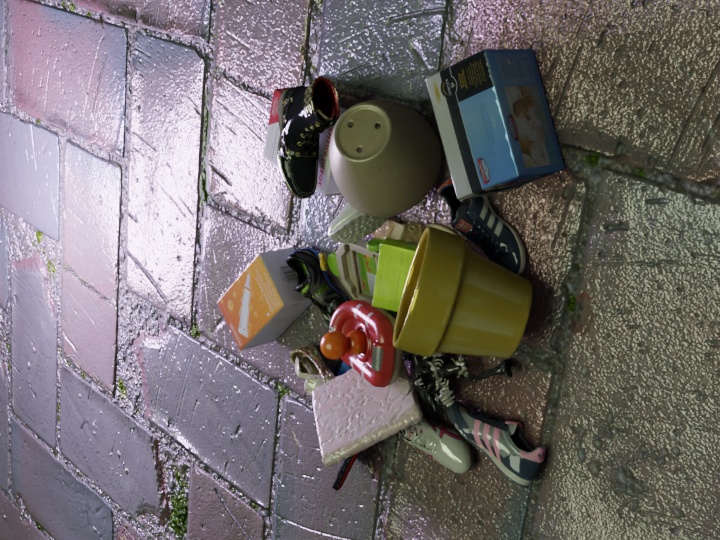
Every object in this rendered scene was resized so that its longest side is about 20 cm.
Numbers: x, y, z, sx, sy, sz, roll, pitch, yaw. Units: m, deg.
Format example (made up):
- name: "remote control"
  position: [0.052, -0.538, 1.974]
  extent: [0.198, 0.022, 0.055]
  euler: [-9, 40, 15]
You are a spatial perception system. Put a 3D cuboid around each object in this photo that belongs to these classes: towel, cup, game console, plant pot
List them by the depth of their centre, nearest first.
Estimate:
- name: "plant pot"
  position: [0.167, 0.051, 1.543]
  extent: [0.186, 0.201, 0.203]
  euler: [16, 118, -3]
- name: "cup"
  position: [0.025, -0.209, 1.634]
  extent: [0.197, 0.143, 0.203]
  euler: [-5, 74, 18]
- name: "towel"
  position: [0.007, 0.249, 1.768]
  extent: [0.198, 0.032, 0.192]
  euler: [-29, 36, 9]
- name: "game console"
  position: [-0.038, 0.296, 1.898]
  extent: [0.117, 0.173, 0.202]
  euler: [26, 122, 4]

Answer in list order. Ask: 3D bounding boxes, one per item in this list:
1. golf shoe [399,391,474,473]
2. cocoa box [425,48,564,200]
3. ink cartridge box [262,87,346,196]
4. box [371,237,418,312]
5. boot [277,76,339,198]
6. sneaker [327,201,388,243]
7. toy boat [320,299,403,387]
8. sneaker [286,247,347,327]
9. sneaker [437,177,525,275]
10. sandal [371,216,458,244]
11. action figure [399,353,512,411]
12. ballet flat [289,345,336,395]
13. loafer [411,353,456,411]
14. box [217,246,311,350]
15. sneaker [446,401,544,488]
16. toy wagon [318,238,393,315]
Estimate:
- name: "golf shoe"
  position: [0.118, 0.305, 1.755]
  extent: [0.199, 0.091, 0.073]
  euler: [39, 124, 32]
- name: "cocoa box"
  position: [0.211, -0.229, 1.505]
  extent: [0.130, 0.132, 0.203]
  euler: [-18, 86, 46]
- name: "ink cartridge box"
  position: [-0.089, -0.249, 1.849]
  extent: [0.199, 0.082, 0.149]
  euler: [33, 120, 37]
- name: "box"
  position: [0.125, 0.024, 1.670]
  extent: [0.197, 0.048, 0.124]
  euler: [13, 112, 14]
- name: "boot"
  position: [-0.091, -0.237, 1.714]
  extent: [0.153, 0.073, 0.207]
  euler: [-5, 89, 64]
- name: "sneaker"
  position: [0.017, -0.128, 1.738]
  extent: [0.199, 0.076, 0.081]
  euler: [-37, 64, 7]
- name: "toy boat"
  position: [-0.012, 0.131, 1.747]
  extent: [0.200, 0.129, 0.133]
  euler: [-148, 59, -62]
- name: "sneaker"
  position: [-0.088, 0.046, 1.915]
  extent: [0.071, 0.082, 0.201]
  euler: [-47, 66, 41]
- name: "sneaker"
  position: [0.194, -0.069, 1.595]
  extent: [0.201, 0.084, 0.075]
  euler: [57, 133, 20]
- name: "sandal"
  position: [0.082, -0.050, 1.725]
  extent: [0.210, 0.069, 0.079]
  euler: [20, 113, 42]
- name: "action figure"
  position: [0.151, 0.169, 1.641]
  extent: [0.198, 0.102, 0.120]
  euler: [-22, 79, 19]
- name: "ballet flat"
  position: [-0.092, 0.217, 1.929]
  extent: [0.200, 0.063, 0.077]
  euler: [46, 126, 55]
- name: "loafer"
  position: [0.128, 0.151, 1.736]
  extent: [0.069, 0.068, 0.204]
  euler: [-11, 88, 13]
- name: "box"
  position: [-0.198, 0.061, 2.022]
  extent: [0.200, 0.097, 0.125]
  euler: [-45, 67, 42]
- name: "sneaker"
  position: [0.236, 0.278, 1.656]
  extent: [0.200, 0.070, 0.083]
  euler: [41, 109, 29]
- name: "toy wagon"
  position: [0.000, 0.000, 1.823]
  extent: [0.199, 0.039, 0.157]
  euler: [21, 130, 43]
